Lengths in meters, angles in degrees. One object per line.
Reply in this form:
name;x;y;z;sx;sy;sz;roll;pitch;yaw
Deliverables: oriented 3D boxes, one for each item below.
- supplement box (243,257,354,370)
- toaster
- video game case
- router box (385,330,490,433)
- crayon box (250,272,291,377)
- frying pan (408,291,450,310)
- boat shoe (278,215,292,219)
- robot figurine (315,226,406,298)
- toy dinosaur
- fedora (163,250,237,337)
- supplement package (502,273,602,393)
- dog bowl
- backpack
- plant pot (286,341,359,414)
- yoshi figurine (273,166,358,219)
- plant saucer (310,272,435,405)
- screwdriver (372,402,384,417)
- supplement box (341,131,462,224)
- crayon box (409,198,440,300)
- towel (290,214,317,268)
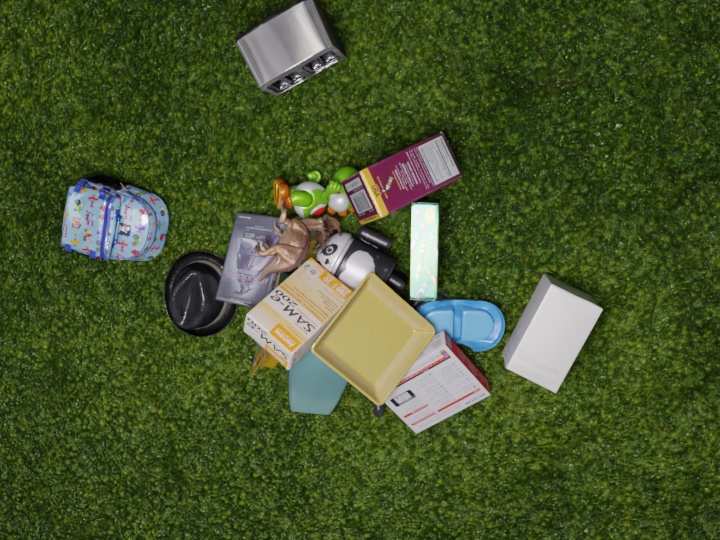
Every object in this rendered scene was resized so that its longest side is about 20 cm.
supplement box;-0.122;0.083;1.459;0.126;0.200;0.074;38;145;12
toaster;-0.136;-0.451;1.453;0.180;0.200;0.119;-27;91;11
video game case;-0.236;-0.022;1.576;0.142;0.019;0.202;9;82;32
router box;0.148;0.245;1.565;0.199;0.049;0.180;-32;119;20
crayon box;-0.181;0.121;1.546;0.051;0.126;0.201;16;60;-15
frying pan;0.180;0.129;1.600;0.115;0.031;0.190;-41;90;14
boat shoe;-0.207;-0.038;1.612;0.200;0.063;0.073;-47;61;11
robot figurine;-0.001;0.001;1.550;0.199;0.125;0.151;29;63;2
toy dinosaur;-0.131;-0.052;1.487;0.135;0.086;0.201;31;82;1
fedora;-0.370;0.060;1.629;0.199;0.092;0.202;1;101;7
supplement package;0.398;0.129;1.520;0.119;0.121;0.201;26;103;2
dog bowl;0.206;0.112;1.554;0.198;0.050;0.112;0;105;-1
backpack;-0.536;-0.103;1.605;0.199;0.135;0.184;18;103;2
plant pot;-0.097;0.204;1.582;0.140;0.141;0.201;8;110;-12
yoshi figurine;-0.080;-0.178;1.536;0.198;0.112;0.113;-1;67;-14
plant saucer;0.023;0.138;1.481;0.200;0.048;0.200;41;81;-17
screwdriver;0.042;0.235;1.634;0.029;0.028;0.202;11;107;35
supplement box;0.081;-0.185;1.464;0.199;0.131;0.104;-28;95;-19
crayon box;0.137;-0.047;1.526;0.058;0.119;0.202;2;100;8
towel;-0.115;-0.021;1.587;0.018;0.086;0.202;-5;101;34
